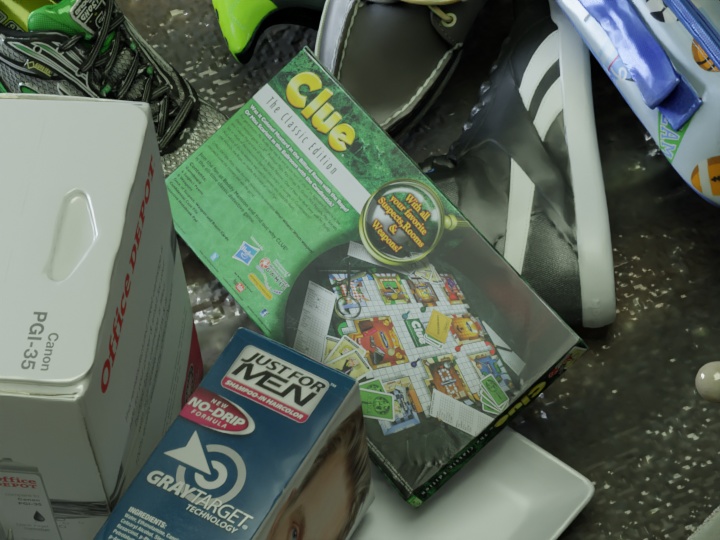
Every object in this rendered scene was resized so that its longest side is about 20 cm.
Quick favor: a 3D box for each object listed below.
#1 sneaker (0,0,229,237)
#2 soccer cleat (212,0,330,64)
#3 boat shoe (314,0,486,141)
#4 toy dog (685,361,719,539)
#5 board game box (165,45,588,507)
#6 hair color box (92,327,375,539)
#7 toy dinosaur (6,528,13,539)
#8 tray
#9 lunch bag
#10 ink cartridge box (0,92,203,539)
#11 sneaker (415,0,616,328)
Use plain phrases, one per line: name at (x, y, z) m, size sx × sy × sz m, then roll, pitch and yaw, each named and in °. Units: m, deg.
sneaker at (-0.129, -0.090, 1.181) m, size 0.200 × 0.085 × 0.078 m, roll 34°, pitch 57°, yaw -3°
soccer cleat at (0.024, -0.145, 1.246) m, size 0.200 × 0.068 × 0.081 m, roll -8°, pitch 79°, yaw -5°
boat shoe at (0.033, -0.150, 1.186) m, size 0.072 × 0.061 × 0.201 m, roll 24°, pitch 89°, yaw -6°
toy dog at (0.165, 0.093, 1.009) m, size 0.096 × 0.200 × 0.132 m, roll 0°, pitch 29°, yaw 25°
board game box at (0.000, 0.000, 1.115) m, size 0.105 × 0.023 × 0.200 m, roll -43°, pitch 64°, yaw 4°
hair color box at (-0.070, 0.133, 1.010) m, size 0.060 × 0.100 × 0.200 m, roll 23°, pitch 61°, yaw 19°
toy dinosaur at (-0.214, 0.181, 1.042) m, size 0.200 × 0.077 × 0.102 m, roll -19°, pitch 48°, yaw 31°
tray at (0.001, 0.138, 1.074) m, size 0.107 × 0.022 × 0.200 m, roll 34°, pitch 65°, yaw 23°
lunch bag at (0.166, -0.107, 1.145) m, size 0.160 × 0.076 × 0.200 m, roll 7°, pitch 41°, yaw -47°
ink cartridge box at (-0.125, 0.041, 1.042) m, size 0.083 × 0.200 × 0.147 m, roll 4°, pitch 55°, yaw 7°
sneaker at (0.056, -0.061, 1.173) m, size 0.112 × 0.073 × 0.200 m, roll -5°, pitch 56°, yaw 2°
